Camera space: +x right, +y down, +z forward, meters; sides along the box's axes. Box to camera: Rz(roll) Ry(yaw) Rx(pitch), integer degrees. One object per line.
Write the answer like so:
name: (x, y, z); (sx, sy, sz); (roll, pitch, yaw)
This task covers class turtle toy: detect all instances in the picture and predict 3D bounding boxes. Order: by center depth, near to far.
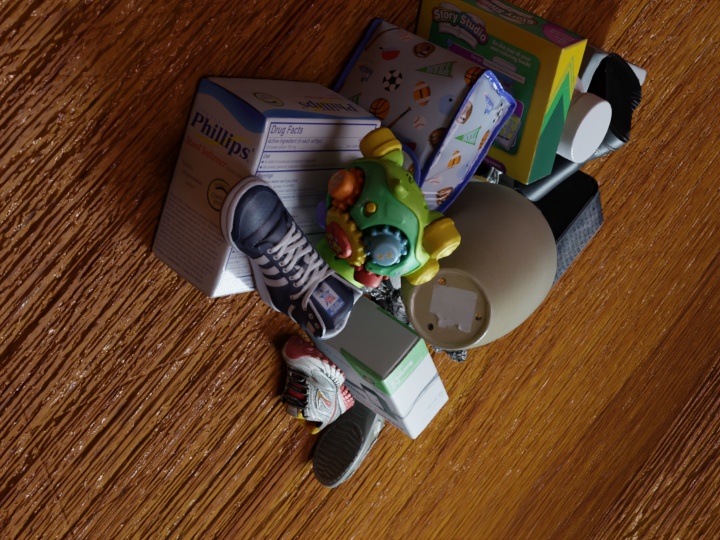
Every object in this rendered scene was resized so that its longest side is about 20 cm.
turtle toy: (0.009, -0.040, 1.137); (0.101, 0.146, 0.200); (-28, 167, -22)

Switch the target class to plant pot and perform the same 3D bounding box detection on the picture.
plant pot: (0.120, 0.011, 1.275); (0.200, 0.187, 0.188); (-47, 159, -67)

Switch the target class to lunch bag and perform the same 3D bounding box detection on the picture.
lunch bag: (0.044, -0.154, 1.252); (0.200, 0.170, 0.124); (-58, 148, 2)

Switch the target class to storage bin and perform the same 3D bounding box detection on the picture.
storage bin: (0.256, -0.064, 1.677); (0.200, 0.135, 0.094); (-49, 150, -13)

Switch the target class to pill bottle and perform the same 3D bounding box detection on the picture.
pill bottle: (0.208, -0.213, 1.404); (0.111, 0.200, 0.111); (-35, 143, -32)

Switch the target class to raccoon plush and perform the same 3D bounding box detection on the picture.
raccoon plush: (0.080, 0.066, 1.545); (0.200, 0.134, 0.097); (2, 118, -56)

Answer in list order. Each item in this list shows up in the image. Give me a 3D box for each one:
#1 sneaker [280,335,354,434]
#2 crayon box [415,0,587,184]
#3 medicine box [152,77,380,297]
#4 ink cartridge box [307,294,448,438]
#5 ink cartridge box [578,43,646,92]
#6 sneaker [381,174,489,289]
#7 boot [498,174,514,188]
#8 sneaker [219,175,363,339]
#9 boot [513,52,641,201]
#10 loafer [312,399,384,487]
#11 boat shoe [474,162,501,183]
sneaker: (-0.065, 0.158, 1.479); (0.082, 0.078, 0.200); (-46, 148, -16)
crayon box: (0.150, -0.223, 1.311); (0.058, 0.200, 0.173); (-26, 138, -42)
medicine box: (-0.098, -0.089, 1.174); (0.182, 0.103, 0.201); (-9, 125, -52)
ink cartridge box: (0.026, 0.126, 1.511); (0.084, 0.146, 0.200); (-49, 149, -15)
ink cartridge box: (0.321, -0.256, 1.643); (0.200, 0.084, 0.147); (1, 118, -56)
sneaker: (0.097, -0.030, 1.415); (0.075, 0.088, 0.200); (14, 131, -44)
boot: (0.219, -0.086, 1.603); (0.200, 0.138, 0.077); (-58, 150, -1)
sneaker: (-0.063, -0.007, 1.091); (0.070, 0.108, 0.200); (-46, 148, -18)
boot: (0.286, -0.193, 1.509); (0.168, 0.076, 0.201); (-32, -155, 39)
loafer: (0.003, 0.233, 1.650); (0.200, 0.075, 0.070); (-58, 146, 1)
boat shoe: (0.158, -0.141, 1.510); (0.199, 0.068, 0.074); (-25, 134, -58)
